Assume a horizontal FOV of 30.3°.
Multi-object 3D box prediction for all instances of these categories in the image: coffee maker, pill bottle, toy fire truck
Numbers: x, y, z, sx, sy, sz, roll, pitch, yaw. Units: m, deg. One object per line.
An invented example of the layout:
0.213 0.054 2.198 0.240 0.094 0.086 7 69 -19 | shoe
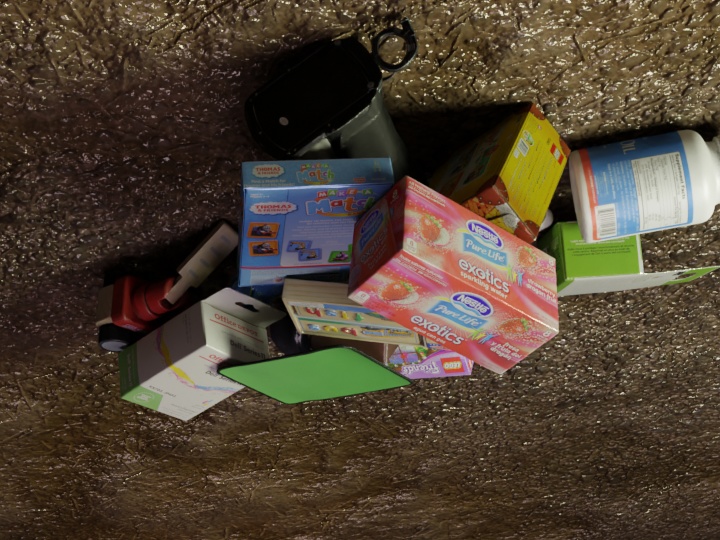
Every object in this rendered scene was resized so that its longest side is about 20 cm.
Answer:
0.001 -0.137 1.416 0.191 0.136 0.200 -16 149 13 | coffee maker
0.351 -0.103 1.565 0.198 0.113 0.112 -10 149 5 | pill bottle
-0.213 0.035 1.695 0.199 0.130 0.175 -19 149 38 | toy fire truck

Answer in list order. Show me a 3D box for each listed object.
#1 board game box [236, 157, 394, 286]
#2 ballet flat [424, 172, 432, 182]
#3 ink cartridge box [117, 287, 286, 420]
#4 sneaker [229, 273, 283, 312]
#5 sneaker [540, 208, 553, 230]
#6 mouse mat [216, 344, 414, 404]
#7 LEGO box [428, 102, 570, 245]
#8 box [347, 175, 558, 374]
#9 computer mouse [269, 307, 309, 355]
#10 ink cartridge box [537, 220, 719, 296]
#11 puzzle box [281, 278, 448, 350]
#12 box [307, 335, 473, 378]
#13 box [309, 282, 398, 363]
-0.052 -0.047 1.388 0.150 0.037 0.200 -2 152 -9 | board game box
0.057 -0.041 1.641 0.068 0.067 0.201 -37 140 -37 | ballet flat
-0.193 0.106 1.651 0.199 0.068 0.117 -32 141 30 | ink cartridge box
-0.103 -0.006 1.629 0.105 0.076 0.200 -44 166 -29 | sneaker
0.163 -0.027 1.689 0.088 0.075 0.200 19 140 -35 | sneaker
-0.055 0.129 1.616 0.199 0.008 0.161 -11 154 31 | mouse mat
0.136 -0.079 1.471 0.148 0.200 0.077 -32 107 35 | LEGO box
0.095 0.006 1.334 0.199 0.103 0.095 28 134 -24 | box
-0.052 0.120 1.824 0.140 0.046 0.200 25 168 23 | computer mouse
0.337 -0.020 1.691 0.198 0.076 0.148 -5 171 -4 | ink cartridge box
0.018 0.051 1.485 0.198 0.026 0.133 6 161 9 | puzzle box
0.032 0.075 1.675 0.198 0.039 0.138 -6 126 21 | box
0.000 0.000 1.576 0.099 0.075 0.202 10 110 16 | box
